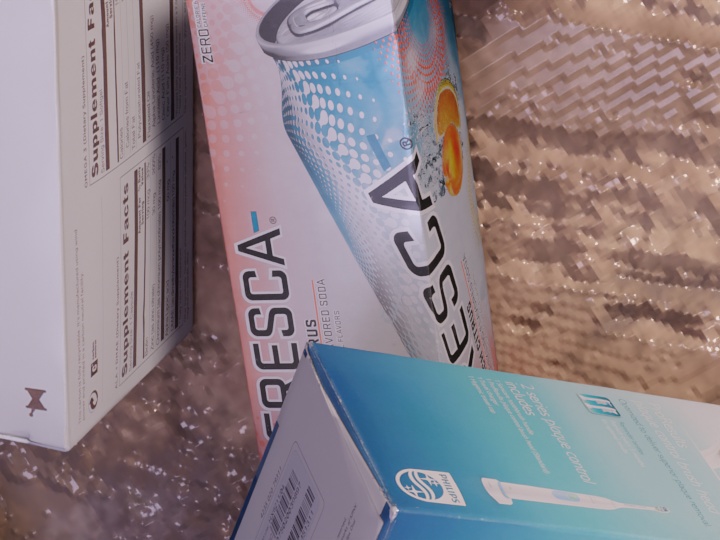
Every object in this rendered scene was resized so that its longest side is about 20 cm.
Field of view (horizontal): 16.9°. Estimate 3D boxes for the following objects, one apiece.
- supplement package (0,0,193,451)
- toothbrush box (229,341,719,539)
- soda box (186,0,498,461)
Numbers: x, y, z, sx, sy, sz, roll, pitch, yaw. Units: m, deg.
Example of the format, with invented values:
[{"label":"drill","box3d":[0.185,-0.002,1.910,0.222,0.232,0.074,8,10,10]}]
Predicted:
[{"label":"supplement package","box3d":[-0.164,-0.046,0.771,0.199,0.111,0.156,7,111,15]},{"label":"toothbrush box","box3d":[0.060,0.114,0.718,0.199,0.085,0.147,9,118,-24]},{"label":"soda box","box3d":[0.000,0.000,0.761,0.068,0.064,0.201,-2,109,19]}]
